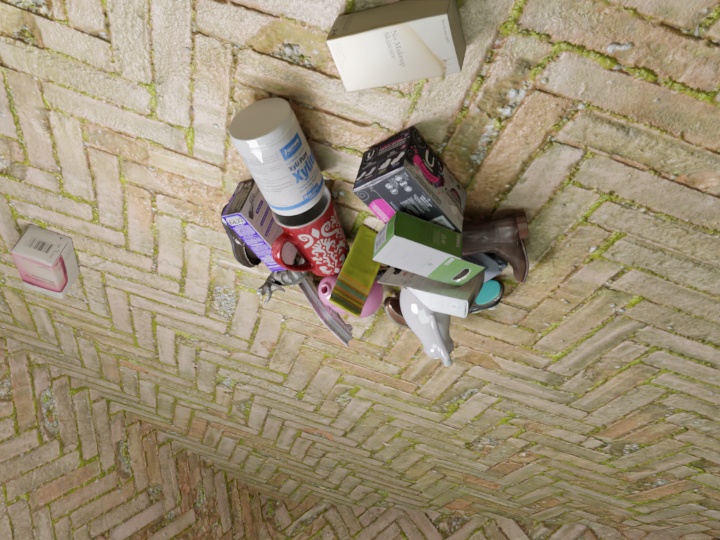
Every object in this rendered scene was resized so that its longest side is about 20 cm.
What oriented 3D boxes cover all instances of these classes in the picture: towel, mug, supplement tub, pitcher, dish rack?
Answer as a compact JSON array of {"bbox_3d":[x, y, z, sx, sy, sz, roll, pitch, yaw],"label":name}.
[{"bbox_3d":[0.000,0.000,1.311,0.086,0.201,0.018,30,161,-21],"label":"towel"},{"bbox_3d":[-0.119,-0.077,1.297,0.177,0.134,0.200,-30,142,-3],"label":"mug"},{"bbox_3d":[-0.160,-0.220,1.133,0.131,0.133,0.201,0,142,21],"label":"supplement tub"},{"bbox_3d":[0.175,0.124,1.401,0.120,0.172,0.201,-20,107,-3],"label":"pitcher"},{"bbox_3d":[-0.091,0.096,1.509,0.043,0.200,0.172,-40,139,0],"label":"dish rack"}]

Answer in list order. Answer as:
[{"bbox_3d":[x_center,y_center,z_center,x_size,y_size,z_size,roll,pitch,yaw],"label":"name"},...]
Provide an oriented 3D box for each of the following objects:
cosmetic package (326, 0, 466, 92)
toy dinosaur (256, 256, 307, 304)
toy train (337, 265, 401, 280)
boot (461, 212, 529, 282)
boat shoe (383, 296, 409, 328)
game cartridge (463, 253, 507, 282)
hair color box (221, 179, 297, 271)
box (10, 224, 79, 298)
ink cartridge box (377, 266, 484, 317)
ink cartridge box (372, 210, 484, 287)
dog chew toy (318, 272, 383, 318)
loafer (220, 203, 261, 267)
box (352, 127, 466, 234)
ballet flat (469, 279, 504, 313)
[{"bbox_3d":[0.058,-0.360,0.911,0.198,0.074,0.104,-2,140,26],"label":"cosmetic package"},{"bbox_3d":[-0.180,0.000,1.463,0.199,0.077,0.103,-24,98,19],"label":"toy dinosaur"},{"bbox_3d":[0.033,0.002,1.364,0.198,0.046,0.034,-5,146,-29],"label":"toy train"},{"bbox_3d":[0.257,-0.038,1.234,0.198,0.064,0.187,-9,126,7],"label":"boot"},{"bbox_3d":[0.145,0.118,1.523,0.199,0.076,0.072,30,140,-33],"label":"boat shoe"},{"bbox_3d":[0.220,-0.034,1.316,0.199,0.041,0.133,29,139,-17],"label":"game cartridge"},{"bbox_3d":[-0.224,-0.102,1.335,0.064,0.110,0.200,-6,138,30],"label":"hair color box"},{"bbox_3d":[-0.945,-0.023,1.728,0.127,0.110,0.200,19,144,-5],"label":"box"},{"bbox_3d":[0.155,0.029,1.246,0.198,0.160,0.048,11,118,21],"label":"ink cartridge box"},{"bbox_3d":[0.134,-0.038,1.127,0.199,0.060,0.104,18,149,-16],"label":"ink cartridge box"},{"bbox_3d":[-0.030,0.054,1.409,0.124,0.126,0.199,-10,170,32],"label":"dog chew toy"},{"bbox_3d":[-0.281,-0.078,1.420,0.071,0.073,0.201,5,143,19],"label":"loafer"},{"bbox_3d":[0.103,-0.157,1.128,0.131,0.115,0.200,-19,134,37],"label":"box"},{"bbox_3d":[0.295,0.070,1.407,0.068,0.069,0.200,23,156,-26],"label":"ballet flat"}]
